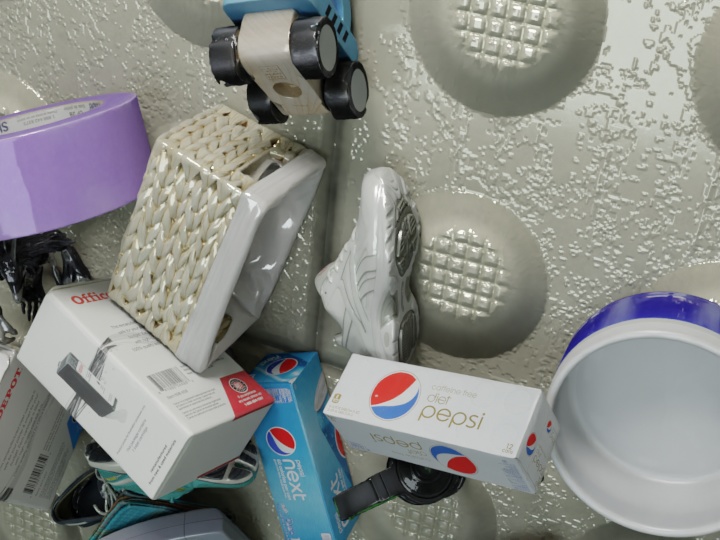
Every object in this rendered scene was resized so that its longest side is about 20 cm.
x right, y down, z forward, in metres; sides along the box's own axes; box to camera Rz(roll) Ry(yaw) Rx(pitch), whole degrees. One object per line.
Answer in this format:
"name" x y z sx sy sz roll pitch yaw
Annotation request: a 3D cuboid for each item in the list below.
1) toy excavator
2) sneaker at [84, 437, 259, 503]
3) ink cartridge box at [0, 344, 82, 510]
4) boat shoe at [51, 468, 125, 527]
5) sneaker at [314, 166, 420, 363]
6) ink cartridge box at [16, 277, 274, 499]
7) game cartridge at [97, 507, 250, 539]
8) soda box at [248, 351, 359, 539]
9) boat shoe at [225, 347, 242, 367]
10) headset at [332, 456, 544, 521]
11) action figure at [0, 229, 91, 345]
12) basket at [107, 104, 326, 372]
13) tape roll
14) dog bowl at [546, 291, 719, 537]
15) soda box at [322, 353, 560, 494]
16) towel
"toy excavator" -0.060 -0.247 0.842 0.098 0.203 0.194 -1 158 23
"sneaker" -0.191 0.201 1.073 0.197 0.078 0.080 -1 130 23
"ink cartridge box" -0.380 0.163 1.090 0.083 0.200 0.148 17 75 17
"boat shoe" -0.285 0.248 1.188 0.198 0.061 0.076 -27 75 33
"sneaker" 0.000 0.000 0.945 0.098 0.078 0.203 11 117 22
"ink cartridge box" -0.203 0.102 0.975 0.200 0.144 0.084 41 112 17
"game cartridge" -0.220 0.331 1.164 0.197 0.042 0.134 -20 131 12
"soda box" -0.060 0.189 1.064 0.063 0.068 0.203 -3 112 25
"boat shoe" -0.206 0.117 1.097 0.197 0.072 0.066 -9 100 29
"headset" 0.071 0.201 0.982 0.198 0.123 0.095 -28 76 9
"action figure" -0.323 0.013 1.017 0.117 0.200 0.104 -15 84 -3
"basket" -0.138 -0.035 0.952 0.122 0.136 0.202 31 122 9
"tape roll" -0.292 -0.099 0.947 0.197 0.200 0.086 -4 111 25
"dog bowl" 0.262 0.124 0.886 0.197 0.079 0.203 10 118 19
"soda box" 0.069 0.131 0.901 0.197 0.069 0.064 8 147 35
"towel" -0.249 0.325 1.197 0.145 0.022 0.200 20 129 -29
